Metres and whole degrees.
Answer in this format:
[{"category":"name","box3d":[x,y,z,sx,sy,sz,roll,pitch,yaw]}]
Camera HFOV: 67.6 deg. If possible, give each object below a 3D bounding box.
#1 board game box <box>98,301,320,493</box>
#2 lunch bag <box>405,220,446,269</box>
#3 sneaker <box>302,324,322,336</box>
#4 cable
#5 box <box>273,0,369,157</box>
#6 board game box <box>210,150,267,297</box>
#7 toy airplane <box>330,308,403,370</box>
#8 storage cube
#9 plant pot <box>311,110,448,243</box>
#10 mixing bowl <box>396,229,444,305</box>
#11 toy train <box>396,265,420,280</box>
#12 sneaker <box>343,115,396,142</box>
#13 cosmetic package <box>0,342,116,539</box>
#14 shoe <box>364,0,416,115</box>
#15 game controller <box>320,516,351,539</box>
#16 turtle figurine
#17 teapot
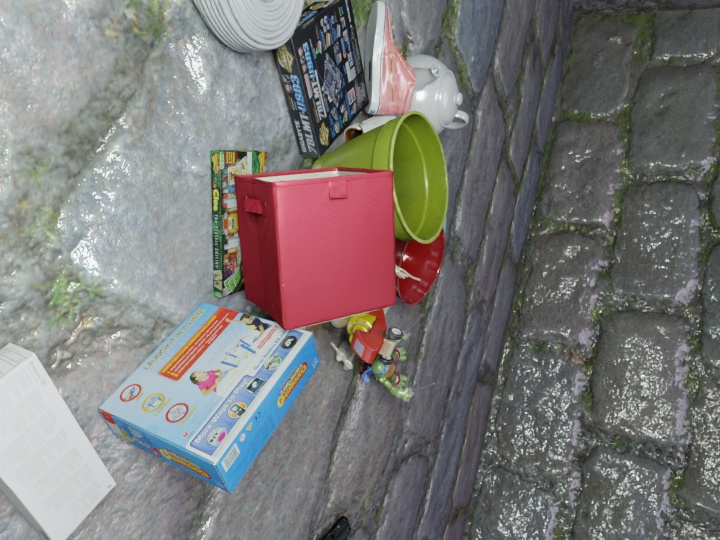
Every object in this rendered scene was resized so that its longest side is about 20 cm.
[{"category":"board game box","box3d":[-0.181,0.142,0.670,0.201,0.191,0.057,-52,142,-40]},{"category":"lunch bag","box3d":[0.167,-0.079,1.394,0.160,0.075,0.206,37,66,-59]},{"category":"sneaker","box3d":[-0.129,0.085,0.904,0.202,0.108,0.070,-56,160,19]},{"category":"cable","box3d":[-0.145,-0.395,0.700,0.203,0.067,0.202,-63,148,-30]},{"category":"box","box3d":[-0.060,-0.331,0.907,0.200,0.048,0.204,-56,145,-38]},{"category":"board game box","box3d":[-0.177,-0.072,0.796,0.104,0.023,0.207,-24,120,-61]},{"category":"toy airplane","box3d":[0.003,0.095,1.102,0.199,0.137,0.206,133,-32,-69]},{"category":"storage cube","box3d":[-0.062,-0.043,0.745,0.195,0.170,0.186,-9,105,-29]},{"category":"plant pot","box3d":[0.022,-0.144,0.901,0.198,0.188,0.207,4,86,-56]},{"category":"mixing bowl","box3d":[0.100,-0.036,1.230,0.198,0.107,0.205,-32,132,-43]},{"category":"toy train","box3d":[0.000,0.000,0.978,0.116,0.197,0.086,-47,159,-33]},{"category":"sneaker","box3d":[0.016,-0.275,1.053,0.084,0.073,0.203,33,44,-20]},{"category":"cosmetic package","box3d":[-0.332,0.181,0.547,0.083,0.049,0.205,-47,138,-44]},{"category":"shoe","box3d":[0.059,-0.403,1.038,0.088,0.071,0.207,0,98,-17]},{"category":"game controller","box3d":[-0.083,0.641,1.199,0.199,0.041,0.107,-21,131,-59]},{"category":"turtle figurine","box3d":[0.104,0.226,1.274,0.197,0.146,0.194,-34,167,2]},{"category":"teapot","box3d":[0.162,-0.385,1.215,0.201,0.142,0.202,-50,141,-45]}]
